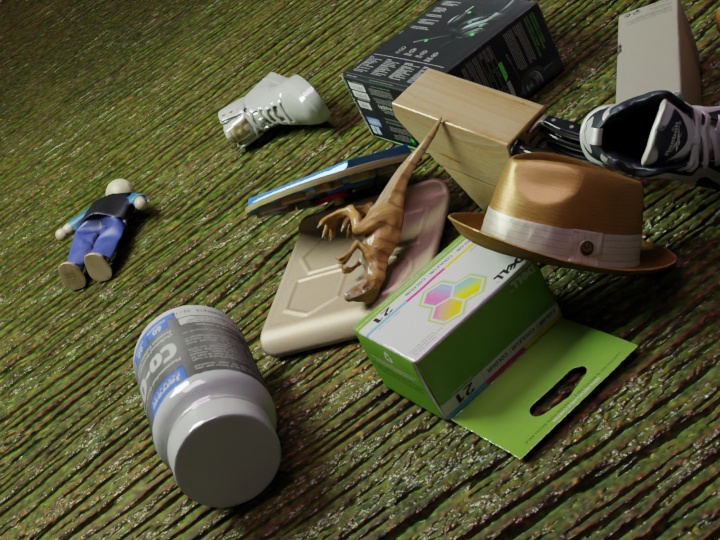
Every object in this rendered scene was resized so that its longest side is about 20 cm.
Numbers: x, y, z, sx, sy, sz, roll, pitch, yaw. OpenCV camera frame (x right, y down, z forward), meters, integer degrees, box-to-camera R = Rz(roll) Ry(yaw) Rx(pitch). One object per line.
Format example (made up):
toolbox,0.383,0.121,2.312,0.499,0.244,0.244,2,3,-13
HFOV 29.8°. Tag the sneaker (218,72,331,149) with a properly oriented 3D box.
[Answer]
sneaker,-0.117,-0.196,1.751,0.115,0.074,0.200,-39,21,-11

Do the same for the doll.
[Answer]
doll,-0.335,-0.057,1.749,0.136,0.049,0.200,-17,33,21

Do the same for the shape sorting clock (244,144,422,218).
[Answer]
shape sorting clock,-0.028,-0.090,1.461,0.199,0.039,0.200,-20,2,1

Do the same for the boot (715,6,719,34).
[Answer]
boot,0.392,-0.202,1.299,0.144,0.071,0.201,-42,36,-25

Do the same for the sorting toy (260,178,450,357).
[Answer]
sorting toy,0.000,0.000,1.386,0.185,0.037,0.200,-15,37,25

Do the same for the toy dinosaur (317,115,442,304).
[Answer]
toy dinosaur,0.022,-0.053,1.351,0.106,0.060,0.201,6,70,37

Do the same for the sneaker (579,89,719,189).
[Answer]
sneaker,0.286,-0.111,1.167,0.198,0.080,0.130,11,9,13

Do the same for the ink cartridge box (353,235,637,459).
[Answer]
ink cartridge box,0.112,0.057,1.152,0.148,0.076,0.200,-40,30,-17

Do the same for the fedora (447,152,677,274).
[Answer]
fedora,0.178,-0.054,1.161,0.200,0.082,0.201,9,11,-2

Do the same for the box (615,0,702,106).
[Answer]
box,0.299,-0.188,1.353,0.068,0.082,0.200,-15,32,23

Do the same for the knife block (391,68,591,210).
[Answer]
knife block,0.143,-0.134,1.325,0.064,0.200,0.176,-45,3,-25

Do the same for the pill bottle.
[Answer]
pill bottle,-0.140,0.122,1.240,0.114,0.114,0.200,-31,29,-2

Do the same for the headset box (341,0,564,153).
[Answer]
headset box,0.111,-0.237,1.579,0.200,0.093,0.174,-40,31,-17
